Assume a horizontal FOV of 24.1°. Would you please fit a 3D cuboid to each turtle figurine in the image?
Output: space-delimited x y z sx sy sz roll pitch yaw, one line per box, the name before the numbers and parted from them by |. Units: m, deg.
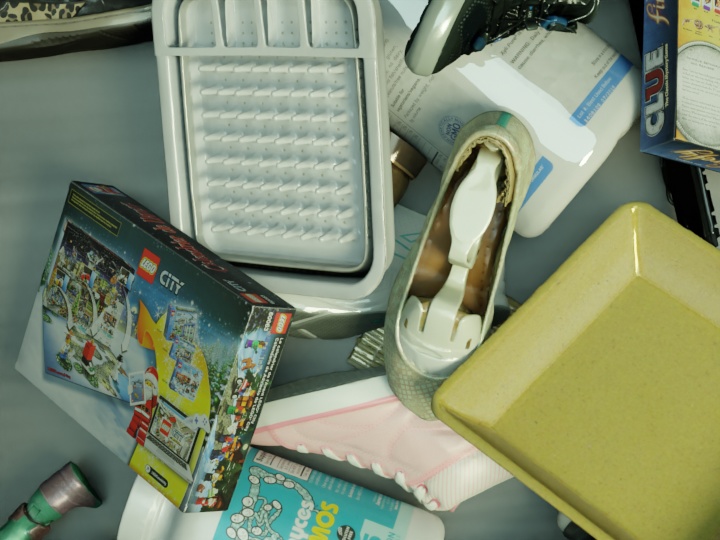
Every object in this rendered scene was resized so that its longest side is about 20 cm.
turtle figurine | -0.252 0.218 1.111 0.199 0.101 0.150 -31 88 -4

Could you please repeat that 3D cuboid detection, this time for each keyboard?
keyboard | 0.210 -0.112 1.088 0.039 0.104 0.202 -11 87 -1

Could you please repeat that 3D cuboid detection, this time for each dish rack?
dish rack | -0.048 -0.088 1.037 0.171 0.043 0.202 5 104 34

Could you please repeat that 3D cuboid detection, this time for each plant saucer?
plant saucer | 0.177 0.080 0.999 0.200 0.049 0.200 36 67 27

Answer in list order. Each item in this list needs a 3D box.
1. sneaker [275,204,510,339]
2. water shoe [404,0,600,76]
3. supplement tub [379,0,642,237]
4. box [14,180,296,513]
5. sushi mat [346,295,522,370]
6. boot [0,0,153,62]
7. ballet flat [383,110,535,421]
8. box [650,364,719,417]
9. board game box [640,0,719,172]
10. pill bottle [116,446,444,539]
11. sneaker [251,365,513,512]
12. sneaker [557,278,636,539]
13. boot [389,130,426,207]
sneaker | 0.000 0.000 1.112 0.199 0.070 0.081 -3 72 11
water shoe | 0.104 -0.171 0.992 0.079 0.072 0.200 39 59 5
supplement tub | 0.074 -0.129 1.080 0.200 0.132 0.132 40 91 3
box | -0.135 0.044 1.063 0.200 0.038 0.137 32 108 40
sushi mat | 0.097 0.071 1.134 0.199 0.012 0.096 31 91 3
boot | -0.193 -0.224 1.126 0.198 0.073 0.152 -8 89 8
ballet flat | 0.053 0.001 1.010 0.067 0.062 0.201 15 104 7
box | 0.284 0.129 1.072 0.163 0.021 0.201 -33 102 -16
board game box | 0.264 -0.122 1.056 0.199 0.035 0.137 12 75 -28
pill bottle | -0.053 0.180 1.091 0.199 0.111 0.112 19 90 3
sneaker | 0.015 0.115 1.102 0.199 0.075 0.105 -11 96 9
sneaker | 0.154 0.071 1.097 0.115 0.076 0.201 29 80 12
boot | -0.058 -0.092 1.097 0.199 0.074 0.076 33 89 21
